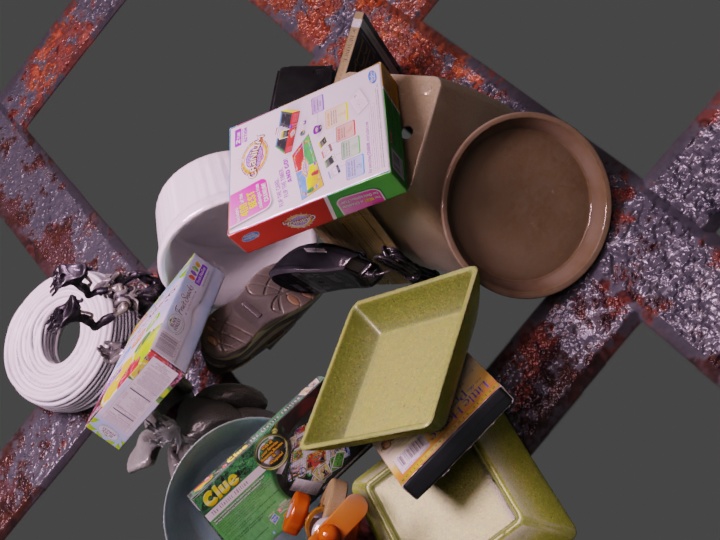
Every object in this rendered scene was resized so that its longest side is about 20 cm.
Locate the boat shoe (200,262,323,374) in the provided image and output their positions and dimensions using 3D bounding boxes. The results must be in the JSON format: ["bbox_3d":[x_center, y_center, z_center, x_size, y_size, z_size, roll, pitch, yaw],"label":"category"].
[{"bbox_3d":[-0.121,0.055,1.360,0.074,0.074,0.199,43,51,18],"label":"boat shoe"}]

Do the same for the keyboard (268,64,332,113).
[{"bbox_3d":[-0.054,-0.202,1.438,0.125,0.021,0.201,0,43,4],"label":"keyboard"}]

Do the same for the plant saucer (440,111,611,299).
[{"bbox_3d":[0.179,-0.071,1.230,0.202,0.199,0.029,-62,12,-4],"label":"plant saucer"}]

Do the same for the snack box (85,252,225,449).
[{"bbox_3d":[-0.232,0.089,1.288,0.142,0.053,0.201,-45,16,29],"label":"snack box"}]

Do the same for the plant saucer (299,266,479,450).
[{"bbox_3d":[0.044,0.107,1.211,0.198,0.048,0.202,-19,41,44],"label":"plant saucer"}]

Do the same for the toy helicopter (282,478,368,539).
[{"bbox_3d":[-0.046,0.309,1.164,0.078,0.133,0.202,21,55,-6],"label":"toy helicopter"}]

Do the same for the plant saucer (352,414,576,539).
[{"bbox_3d":[0.095,0.252,1.204,0.199,0.048,0.201,-39,57,12],"label":"plant saucer"}]

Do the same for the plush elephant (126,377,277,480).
[{"bbox_3d":[-0.196,0.191,1.346,0.166,0.199,0.154,-60,34,-1],"label":"plush elephant"}]

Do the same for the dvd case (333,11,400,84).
[{"bbox_3d":[-0.004,-0.190,1.376,0.016,0.149,0.203,11,77,23],"label":"dvd case"}]

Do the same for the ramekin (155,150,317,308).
[{"bbox_3d":[-0.159,-0.054,1.392,0.199,0.200,0.098,-33,51,15],"label":"ramekin"}]

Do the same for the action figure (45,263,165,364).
[{"bbox_3d":[-0.309,0.050,1.447,0.101,0.199,0.120,-28,61,35],"label":"action figure"}]

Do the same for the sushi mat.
[{"bbox_3d":[-0.007,-0.039,1.294,0.095,0.200,0.012,-2,57,30],"label":"sushi mat"}]

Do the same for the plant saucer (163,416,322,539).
[{"bbox_3d":[-0.132,0.263,1.276,0.039,0.200,0.203,10,74,63],"label":"plant saucer"}]

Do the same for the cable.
[{"bbox_3d":[-0.398,0.094,1.547,0.198,0.069,0.202,17,81,34],"label":"cable"}]

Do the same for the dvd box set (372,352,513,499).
[{"bbox_3d":[0.068,0.141,1.221,0.146,0.029,0.200,-46,28,1],"label":"dvd box set"}]

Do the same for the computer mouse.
[{"bbox_3d":[0.000,0.000,1.310,0.198,0.140,0.047,-7,66,37],"label":"computer mouse"}]

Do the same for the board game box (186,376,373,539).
[{"bbox_3d":[-0.087,0.223,1.260,0.200,0.105,0.023,-40,20,-18],"label":"board game box"}]

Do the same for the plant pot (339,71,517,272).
[{"bbox_3d":[0.056,-0.128,1.302,0.198,0.177,0.203,10,76,32],"label":"plant pot"}]

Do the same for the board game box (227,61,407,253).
[{"bbox_3d":[-0.050,-0.121,1.212,0.198,0.040,0.155,-19,53,22],"label":"board game box"}]
